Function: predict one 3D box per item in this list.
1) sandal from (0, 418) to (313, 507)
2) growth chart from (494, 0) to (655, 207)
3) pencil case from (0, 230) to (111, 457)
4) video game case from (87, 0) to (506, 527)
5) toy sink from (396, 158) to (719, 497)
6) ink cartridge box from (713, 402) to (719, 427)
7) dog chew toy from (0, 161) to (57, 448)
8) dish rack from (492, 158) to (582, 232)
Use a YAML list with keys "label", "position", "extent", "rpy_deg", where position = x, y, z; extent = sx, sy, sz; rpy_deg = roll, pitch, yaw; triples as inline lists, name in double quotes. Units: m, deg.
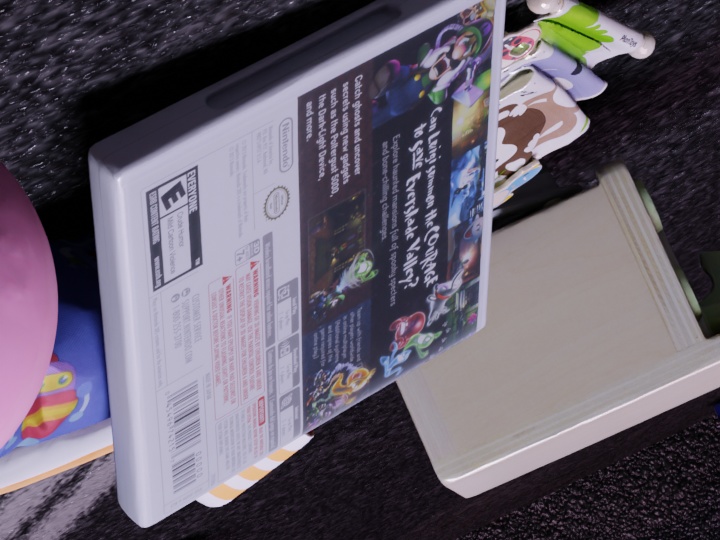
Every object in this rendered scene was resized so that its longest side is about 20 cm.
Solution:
- label: "sandal"
  position: [-0.079, 0.077, 1.185]
  extent: [0.206, 0.059, 0.079]
  rpy_deg: [-23, -175, 19]
- label: "growth chart"
  position: [0.048, -0.049, 1.197]
  extent: [0.200, 0.018, 0.145]
  rpy_deg: [-47, 156, 21]
- label: "pencil case"
  position: [-0.096, 0.013, 1.083]
  extent: [0.200, 0.087, 0.078]
  rpy_deg: [-20, 124, -39]
- label: "video game case"
  position: [-0.021, -0.010, 1.043]
  extent: [0.182, 0.023, 0.200]
  rpy_deg: [-29, 143, -26]
- label: "toy sink"
  position: [0.114, 0.021, 1.339]
  extent: [0.199, 0.112, 0.130]
  rpy_deg: [-24, 171, 4]
- label: "ink cartridge box"
  position: [0.521, 0.168, 3.522]
  extent: [0.095, 0.037, 0.200]
  rpy_deg: [-31, 172, 16]
- label: "dog chew toy"
  position: [-0.162, -0.002, 0.752]
  extent: [0.124, 0.125, 0.200]
  rpy_deg: [-29, 161, 3]
- label: "dish rack"
  position: [0.000, 0.000, 1.364]
  extent: [0.171, 0.044, 0.200]
  rpy_deg: [-18, 165, -46]
